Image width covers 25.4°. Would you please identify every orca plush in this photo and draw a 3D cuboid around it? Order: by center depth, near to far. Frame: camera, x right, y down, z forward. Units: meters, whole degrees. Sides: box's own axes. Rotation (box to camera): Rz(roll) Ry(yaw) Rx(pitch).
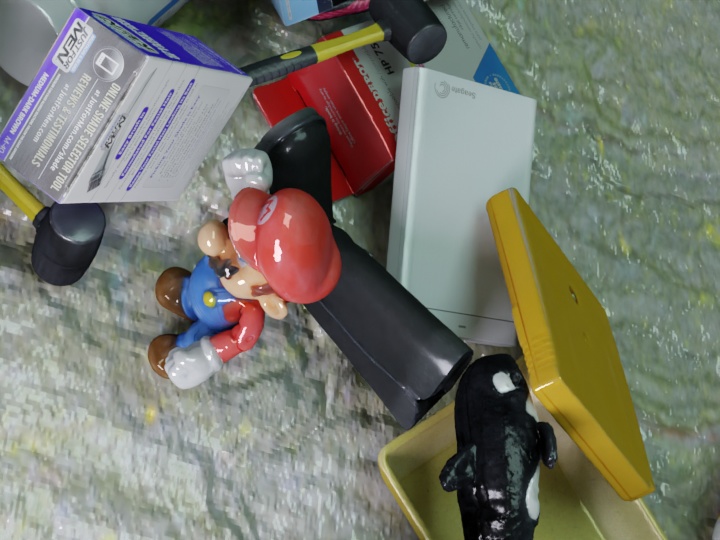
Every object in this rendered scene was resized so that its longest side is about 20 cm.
[{"bbox_3d":[0.075,0.155,1.105,0.071,0.105,0.202,11,86,-32],"label":"orca plush"}]

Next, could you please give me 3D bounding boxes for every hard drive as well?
[{"bbox_3d":[0.079,-0.047,1.255,0.131,0.027,0.202,10,82,-39],"label":"hard drive"}]

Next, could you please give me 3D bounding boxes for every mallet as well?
[{"bbox_3d":[-0.250,-0.078,1.081,0.200,0.066,0.041,48,53,-3],"label":"mallet"},{"bbox_3d":[-0.024,-0.159,1.204,0.199,0.041,0.066,-29,57,-27],"label":"mallet"}]

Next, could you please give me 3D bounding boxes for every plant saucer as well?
[{"bbox_3d":[0.118,0.186,1.207,0.199,0.048,0.201,-28,85,-38],"label":"plant saucer"}]

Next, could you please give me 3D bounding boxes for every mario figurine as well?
[{"bbox_3d":[-0.096,-0.001,1.064,0.106,0.200,0.124,-23,80,-38],"label":"mario figurine"}]

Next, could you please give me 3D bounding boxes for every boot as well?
[{"bbox_3d":[0.000,0.000,1.127,0.065,0.165,0.200,-33,73,-23],"label":"boot"}]

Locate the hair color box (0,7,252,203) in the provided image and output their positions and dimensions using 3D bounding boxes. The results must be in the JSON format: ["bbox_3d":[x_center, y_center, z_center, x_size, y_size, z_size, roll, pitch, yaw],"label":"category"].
[{"bbox_3d":[-0.153,-0.106,1.071,0.065,0.110,0.200,35,10,9],"label":"hair color box"}]

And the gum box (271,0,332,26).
[{"bbox_3d":[-0.086,-0.313,1.206,0.044,0.170,0.201,-22,54,-8],"label":"gum box"}]

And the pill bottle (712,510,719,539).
[{"bbox_3d":[0.351,0.197,1.314,0.104,0.104,0.201,38,53,-11],"label":"pill bottle"}]

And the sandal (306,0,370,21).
[{"bbox_3d":[-0.014,-0.225,1.300,0.198,0.045,0.075,3,24,-12],"label":"sandal"}]

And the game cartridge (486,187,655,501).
[{"bbox_3d":[0.159,0.059,1.217,0.176,0.032,0.201,49,24,-39],"label":"game cartridge"}]

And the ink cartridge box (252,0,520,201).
[{"bbox_3d":[0.024,-0.140,1.294,0.199,0.067,0.117,-26,82,-38],"label":"ink cartridge box"}]

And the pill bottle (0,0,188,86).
[{"bbox_3d":[-0.186,-0.220,1.172,0.112,0.112,0.200,45,51,-5],"label":"pill bottle"}]
